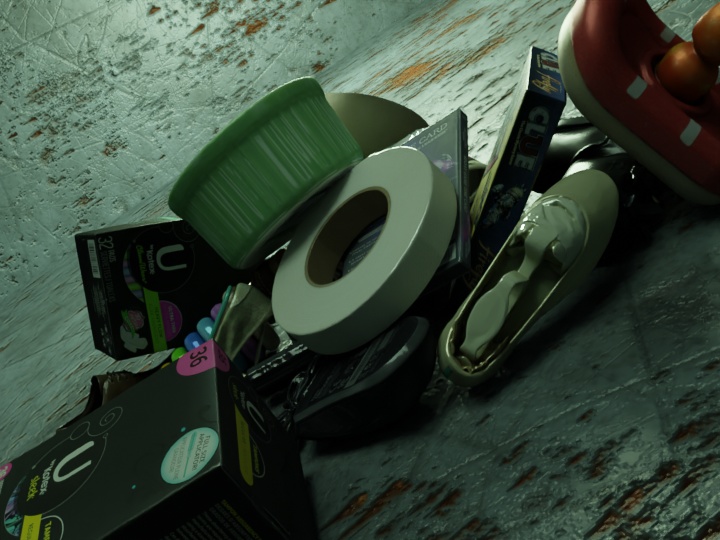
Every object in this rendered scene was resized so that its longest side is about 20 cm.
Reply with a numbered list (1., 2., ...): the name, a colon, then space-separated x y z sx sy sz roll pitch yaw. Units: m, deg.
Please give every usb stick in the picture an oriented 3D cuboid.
1. usb stick: -0.023 0.066 0.848 0.199 0.033 0.055 -30 -16 11

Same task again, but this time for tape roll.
1. tape roll: 0.000 -0.021 0.780 0.202 0.037 0.204 -36 33 28

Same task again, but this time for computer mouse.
1. computer mouse: 0.000 0.100 0.725 0.199 0.053 0.139 -32 14 45

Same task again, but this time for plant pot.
1. plant pot: -0.013 -0.115 1.102 0.199 0.199 0.136 -13 63 47

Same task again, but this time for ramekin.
1. ramekin: -0.089 -0.092 0.893 0.200 0.098 0.200 -41 -2 -2

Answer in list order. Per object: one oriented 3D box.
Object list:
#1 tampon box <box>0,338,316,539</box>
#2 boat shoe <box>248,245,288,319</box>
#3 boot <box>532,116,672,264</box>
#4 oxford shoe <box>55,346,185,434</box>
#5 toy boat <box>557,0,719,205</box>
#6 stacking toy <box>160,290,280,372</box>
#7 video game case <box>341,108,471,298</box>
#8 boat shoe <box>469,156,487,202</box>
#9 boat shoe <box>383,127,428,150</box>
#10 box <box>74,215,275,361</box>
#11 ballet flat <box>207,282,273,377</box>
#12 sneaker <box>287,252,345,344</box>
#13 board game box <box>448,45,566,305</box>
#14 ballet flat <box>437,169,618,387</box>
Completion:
1. tampon box: -0.149 0.177 0.616 0.199 0.127 0.150 -32 29 4
2. boat shoe: -0.077 0.010 0.990 0.070 0.070 0.200 -47 -9 16
3. boot: 0.193 -0.070 0.790 0.197 0.074 0.163 -12 34 52
4. oxford shoe: -0.262 0.140 1.006 0.200 0.085 0.072 -44 19 -32
5. toy boat: 0.253 -0.157 0.671 0.131 0.199 0.131 -52 1 -42
6. stacking toy: -0.185 0.116 0.959 0.200 0.086 0.085 -44 20 -9
7. video game case: 0.041 -0.049 0.811 0.142 0.019 0.201 -30 37 33
8. boat shoe: 0.063 -0.067 1.002 0.199 0.072 0.062 -34 21 -13
9. boat shoe: 0.064 -0.094 0.919 0.066 0.074 0.200 -21 20 3
10. box: -0.224 0.010 1.055 0.198 0.150 0.124 -12 8 -28
11. ballet flat: -0.143 0.111 0.882 0.202 0.062 0.067 -64 11 9
12. sneaker: 0.000 0.000 0.905 0.199 0.087 0.080 -32 17 7
13. board game box: 0.131 -0.083 0.775 0.136 0.034 0.202 -68 -4 -59
14. ballet flat: 0.126 0.002 0.655 0.201 0.069 0.069 -55 20 0
